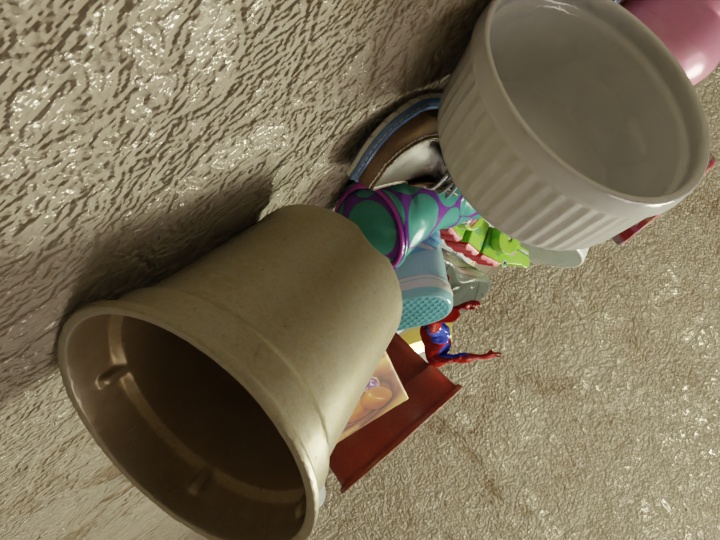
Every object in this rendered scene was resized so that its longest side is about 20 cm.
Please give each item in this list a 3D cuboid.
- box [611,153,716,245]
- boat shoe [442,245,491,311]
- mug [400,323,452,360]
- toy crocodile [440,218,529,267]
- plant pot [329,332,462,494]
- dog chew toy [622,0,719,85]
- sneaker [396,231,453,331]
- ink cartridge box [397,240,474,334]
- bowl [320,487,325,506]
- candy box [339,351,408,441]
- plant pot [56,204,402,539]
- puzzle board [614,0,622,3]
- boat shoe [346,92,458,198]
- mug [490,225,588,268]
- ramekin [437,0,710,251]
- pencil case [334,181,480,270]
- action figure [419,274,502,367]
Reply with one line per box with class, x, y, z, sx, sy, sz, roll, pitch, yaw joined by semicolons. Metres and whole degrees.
box;0.254;-0.142;0.872;0.099;0.200;0.096;-34;170;-36
boat shoe;0.085;0.001;0.996;0.201;0.065;0.075;11;122;-52
mug;0.029;0.078;1.214;0.149;0.188;0.153;6;-163;42
toy crocodile;0.126;-0.042;0.966;0.199;0.067;0.062;28;79;-41
plant pot;-0.010;0.139;1.055;0.200;0.196;0.201;-40;171;-8
dog chew toy;0.372;-0.300;0.919;0.201;0.124;0.124;-53;167;15
sneaker;0.000;0.000;0.875;0.198;0.132;0.080;-10;148;18
ink cartridge box;0.108;-0.029;1.116;0.196;0.043;0.201;-34;152;-41
bowl;-0.118;0.225;1.103;0.091;0.200;0.201;-63;165;11
candy box;-0.039;0.081;0.789;0.116;0.057;0.201;-31;134;-6
plant pot;-0.069;0.055;0.580;0.184;0.200;0.201;-48;177;-43
puzzle board;0.299;-0.328;0.795;0.200;0.017;0.150;-47;169;27
boat shoe;0.070;-0.104;0.699;0.200;0.072;0.072;-32;166;-44
mug;0.222;-0.124;1.014;0.200;0.147;0.177;38;72;-50
ramekin;0.154;-0.110;0.639;0.200;0.201;0.105;-34;172;-36
pencil case;0.061;-0.065;0.782;0.085;0.093;0.200;3;-159;38
action figure;0.115;0.062;0.961;0.098;0.066;0.200;-11;158;-3
